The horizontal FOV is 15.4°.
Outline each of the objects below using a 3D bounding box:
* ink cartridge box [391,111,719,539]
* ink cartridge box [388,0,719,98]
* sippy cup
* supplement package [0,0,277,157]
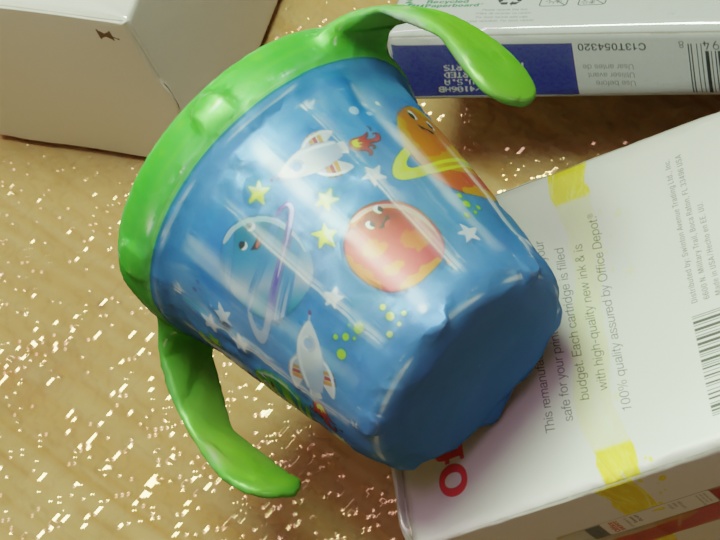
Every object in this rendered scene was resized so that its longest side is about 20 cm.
[{"bbox_3d":[0.114,0.032,1.041,0.200,0.083,0.145,-19,55,19],"label":"ink cartridge box"},{"bbox_3d":[0.129,-0.144,1.169,0.196,0.043,0.200,0,37,19],"label":"ink cartridge box"},{"bbox_3d":[0.000,0.000,0.996,0.140,0.178,0.130,-32,59,-25],"label":"sippy cup"},{"bbox_3d":[-0.105,-0.169,1.227,0.120,0.121,0.200,9,63,22],"label":"supplement package"}]
